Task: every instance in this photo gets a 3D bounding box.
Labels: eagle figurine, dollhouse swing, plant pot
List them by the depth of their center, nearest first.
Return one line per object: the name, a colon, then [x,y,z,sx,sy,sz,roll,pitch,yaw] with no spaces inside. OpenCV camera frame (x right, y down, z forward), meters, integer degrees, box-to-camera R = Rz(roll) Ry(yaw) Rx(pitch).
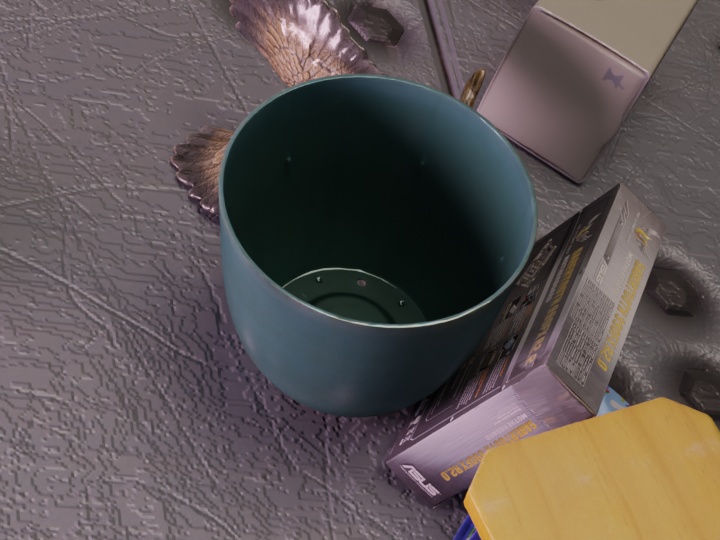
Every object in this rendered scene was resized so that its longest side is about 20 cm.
dollhouse swing: [0.159,0.211,1.059,0.199,0.183,0.176,-15,42,-21]
plant pot: [0.000,0.000,1.157,0.199,0.161,0.202,5,53,-7]
eagle figurine: [-0.020,-0.099,1.285,0.199,0.151,0.153,21,53,-24]

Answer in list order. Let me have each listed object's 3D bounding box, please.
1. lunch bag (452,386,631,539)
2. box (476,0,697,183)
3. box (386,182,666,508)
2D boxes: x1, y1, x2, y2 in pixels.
lunch bag: [0.137,0.193,1.129,0.150,0.094,0.200,39,57,-1]
box: [0.197,-0.191,1.471,0.109,0.128,0.200,33,43,5]
box: [0.113,0.048,1.184,0.048,0.158,0.200,43,41,-13]
